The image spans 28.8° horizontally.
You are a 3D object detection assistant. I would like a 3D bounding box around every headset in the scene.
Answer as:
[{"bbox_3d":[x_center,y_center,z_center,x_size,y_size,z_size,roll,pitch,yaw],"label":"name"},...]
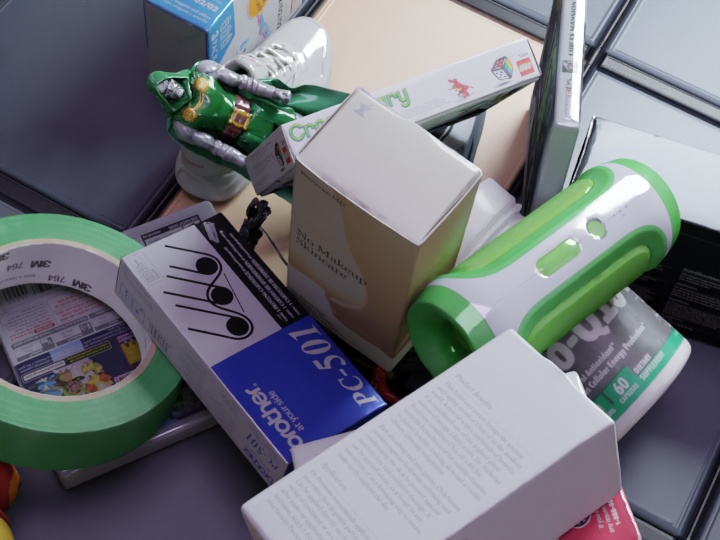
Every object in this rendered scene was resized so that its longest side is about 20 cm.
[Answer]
[{"bbox_3d":[0.000,0.000,1.094,0.198,0.094,0.124,19,58,-4],"label":"headset"}]

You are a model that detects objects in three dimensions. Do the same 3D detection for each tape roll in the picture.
[{"bbox_3d":[-0.222,0.048,1.016,0.198,0.048,0.202,13,46,-13],"label":"tape roll"}]

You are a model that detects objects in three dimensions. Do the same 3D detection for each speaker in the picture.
[{"bbox_3d":[0.127,0.002,0.951,0.199,0.089,0.088,-34,67,-27],"label":"speaker"}]

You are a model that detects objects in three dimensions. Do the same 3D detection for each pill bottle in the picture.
[{"bbox_3d":[0.139,0.032,1.055,0.200,0.113,0.113,42,63,6],"label":"pill bottle"}]

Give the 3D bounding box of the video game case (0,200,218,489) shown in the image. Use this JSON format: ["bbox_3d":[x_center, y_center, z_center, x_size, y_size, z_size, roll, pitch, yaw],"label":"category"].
[{"bbox_3d":[-0.171,0.052,1.091,0.198,0.023,0.183,-21,63,-18],"label":"video game case"}]

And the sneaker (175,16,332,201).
[{"bbox_3d":[-0.082,-0.152,1.177,0.077,0.100,0.201,27,60,11],"label":"sneaker"}]

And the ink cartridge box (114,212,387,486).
[{"bbox_3d":[-0.081,0.054,1.002,0.094,0.044,0.200,-26,64,-33],"label":"ink cartridge box"}]

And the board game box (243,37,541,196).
[{"bbox_3d":[0.021,-0.111,1.033,0.198,0.126,0.035,-22,91,-18],"label":"board game box"}]

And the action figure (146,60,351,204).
[{"bbox_3d":[-0.079,-0.112,1.107,0.199,0.055,0.119,20,91,-26],"label":"action figure"}]

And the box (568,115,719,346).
[{"bbox_3d":[0.254,-0.023,1.103,0.198,0.142,0.079,18,59,6],"label":"box"}]

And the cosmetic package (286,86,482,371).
[{"bbox_3d":[0.010,-0.021,0.951,0.105,0.200,0.071,35,66,14],"label":"cosmetic package"}]

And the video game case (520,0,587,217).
[{"bbox_3d":[0.152,-0.124,1.120,0.023,0.201,0.183,8,58,1],"label":"video game case"}]

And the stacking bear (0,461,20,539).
[{"bbox_3d":[-0.276,0.197,0.947,0.112,0.122,0.201,1,49,-12],"label":"stacking bear"}]

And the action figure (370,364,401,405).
[{"bbox_3d":[0.076,0.148,1.039,0.199,0.052,0.065,37,59,14],"label":"action figure"}]

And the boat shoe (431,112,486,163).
[{"bbox_3d":[0.054,-0.095,1.150,0.067,0.074,0.200,10,40,11],"label":"boat shoe"}]

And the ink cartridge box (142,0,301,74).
[{"bbox_3d":[-0.105,-0.248,1.224,0.067,0.116,0.201,27,60,11],"label":"ink cartridge box"}]

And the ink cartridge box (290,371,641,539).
[{"bbox_3d":[0.065,0.164,0.891,0.198,0.084,0.146,-15,43,1],"label":"ink cartridge box"}]

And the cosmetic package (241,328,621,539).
[{"bbox_3d":[0.043,0.132,0.815,0.199,0.072,0.101,-31,45,-16],"label":"cosmetic package"}]
